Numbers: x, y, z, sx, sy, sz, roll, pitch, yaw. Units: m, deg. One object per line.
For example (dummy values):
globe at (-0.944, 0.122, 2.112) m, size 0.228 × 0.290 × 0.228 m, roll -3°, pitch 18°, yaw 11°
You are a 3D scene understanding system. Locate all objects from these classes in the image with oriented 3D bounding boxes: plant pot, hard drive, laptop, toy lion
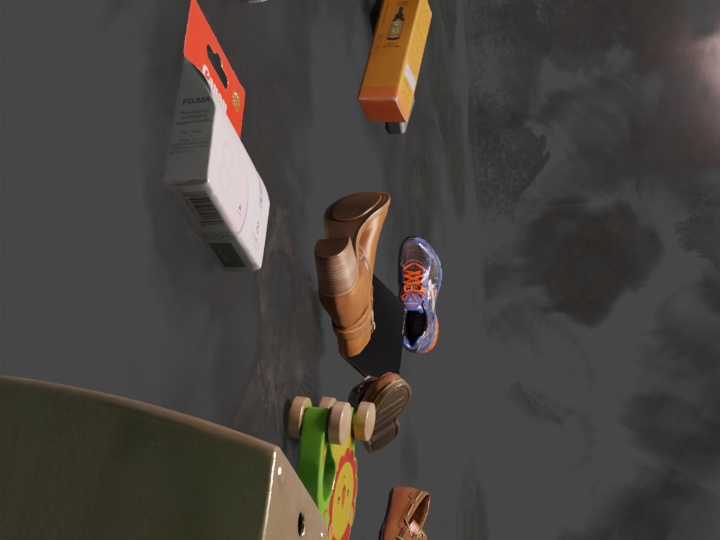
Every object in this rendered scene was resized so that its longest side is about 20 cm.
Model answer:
plant pot at (-0.123, 0.191, 0.725) m, size 0.200 × 0.177 × 0.200 m, roll 69°, pitch 21°, yaw -55°
hard drive at (0.053, -0.339, 1.951) m, size 0.140 × 0.033 × 0.200 m, roll -72°, pitch 157°, yaw -57°
laptop at (0.005, 0.121, 1.706) m, size 0.200 × 0.103 × 0.177 m, roll 112°, pitch -9°, yaw -47°
toy lion at (-0.037, 0.245, 1.400) m, size 0.200 × 0.069 × 0.192 m, roll 27°, pitch 69°, yaw -76°

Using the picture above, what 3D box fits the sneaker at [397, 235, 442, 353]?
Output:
sneaker at (0.094, 0.043, 1.984) m, size 0.078 × 0.075 × 0.200 m, roll -26°, pitch 111°, yaw -73°

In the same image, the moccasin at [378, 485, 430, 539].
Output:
moccasin at (0.071, 0.402, 1.796) m, size 0.201 × 0.078 × 0.074 m, roll -67°, pitch 152°, yaw -62°

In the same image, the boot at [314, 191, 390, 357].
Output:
boot at (0.000, 0.000, 1.542) m, size 0.200 × 0.077 × 0.155 m, roll -69°, pitch 153°, yaw -55°

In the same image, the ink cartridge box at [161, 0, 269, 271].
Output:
ink cartridge box at (-0.121, -0.122, 1.093) m, size 0.163 × 0.057 × 0.200 m, roll 64°, pitch 31°, yaw -60°

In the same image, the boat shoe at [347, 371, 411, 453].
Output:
boat shoe at (0.013, 0.173, 1.549) m, size 0.068 × 0.072 × 0.200 m, roll 53°, pitch -23°, yaw 20°

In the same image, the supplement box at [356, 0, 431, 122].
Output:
supplement box at (0.053, -0.321, 1.794) m, size 0.069 × 0.066 × 0.200 m, roll 52°, pitch 47°, yaw -58°

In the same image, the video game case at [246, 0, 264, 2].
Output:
video game case at (-0.101, -0.395, 1.289) m, size 0.182 × 0.023 × 0.200 m, roll -55°, pitch 141°, yaw -70°
